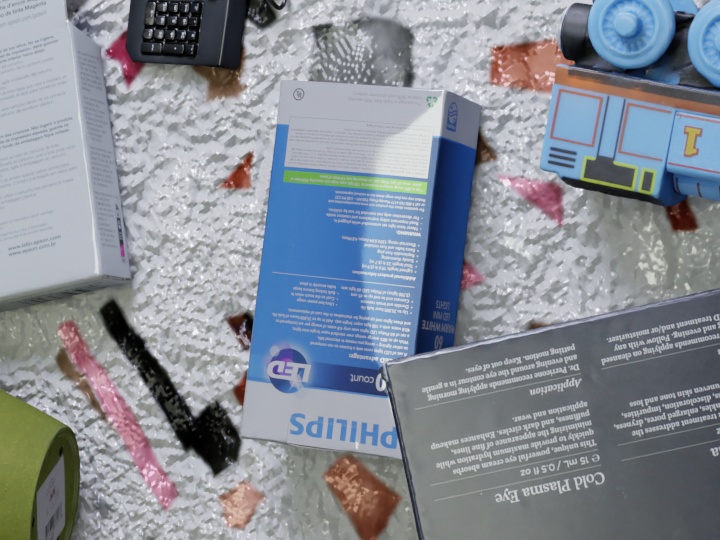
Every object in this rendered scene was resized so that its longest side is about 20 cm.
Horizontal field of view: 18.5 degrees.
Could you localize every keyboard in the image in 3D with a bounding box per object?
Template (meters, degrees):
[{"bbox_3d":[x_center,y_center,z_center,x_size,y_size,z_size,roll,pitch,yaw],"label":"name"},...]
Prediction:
[{"bbox_3d":[-0.089,-0.220,1.289,0.104,0.040,0.201,5,89,24],"label":"keyboard"}]

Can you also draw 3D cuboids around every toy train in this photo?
[{"bbox_3d":[0.191,-0.084,1.136,0.199,0.087,0.115,13,100,21],"label":"toy train"}]

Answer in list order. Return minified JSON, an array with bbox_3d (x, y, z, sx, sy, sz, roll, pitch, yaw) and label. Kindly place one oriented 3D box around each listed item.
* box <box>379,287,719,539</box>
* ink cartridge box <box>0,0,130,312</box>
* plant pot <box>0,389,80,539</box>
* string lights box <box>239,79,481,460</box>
[{"bbox_3d":[0.127,0.117,1.101,0.199,0.104,0.183,-12,82,4],"label":"box"},{"bbox_3d":[-0.242,-0.071,1.341,0.195,0.043,0.201,-12,79,23],"label":"ink cartridge box"},{"bbox_3d":[-0.271,0.123,1.280,0.199,0.187,0.188,7,88,9],"label":"plant pot"},{"bbox_3d":[0.000,0.000,1.221,0.102,0.059,0.201,6,88,24],"label":"string lights box"}]
